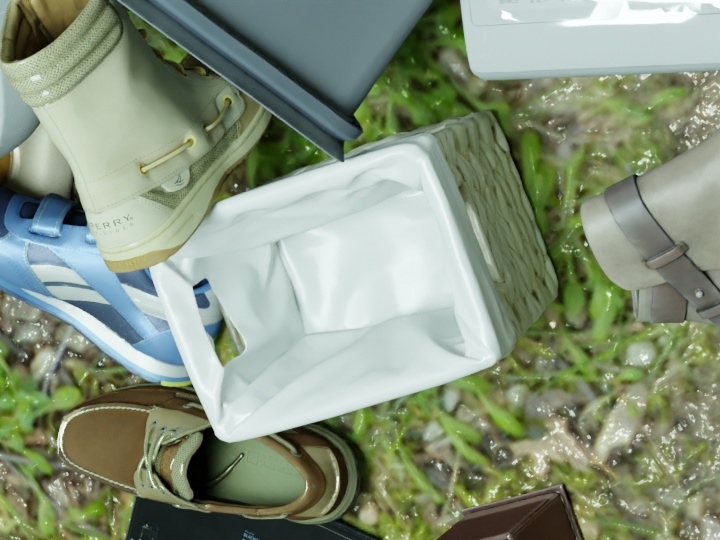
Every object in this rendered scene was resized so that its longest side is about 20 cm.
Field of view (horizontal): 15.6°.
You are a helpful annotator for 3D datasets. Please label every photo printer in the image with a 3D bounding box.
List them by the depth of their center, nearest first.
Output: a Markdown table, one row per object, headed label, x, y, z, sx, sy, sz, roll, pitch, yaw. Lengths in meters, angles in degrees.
| label | x | y | z | sx | sy | sz | roll | pitch | yaw |
| --- | --- | --- | --- | --- | --- | --- | --- | --- | --- |
| photo printer | 0.149 | -0.188 | 1.411 | 0.199 | 0.069 | 0.167 | -1 | 103 | 27 |

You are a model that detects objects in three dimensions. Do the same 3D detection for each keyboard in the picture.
| label | x | y | z | sx | sy | sz | roll | pitch | yaw |
| --- | --- | --- | --- | --- | --- | --- | --- | --- | --- |
| keyboard | -0.062 | 0.199 | 1.666 | 0.199 | 0.021 | 0.128 | 22 | 108 | 21 |

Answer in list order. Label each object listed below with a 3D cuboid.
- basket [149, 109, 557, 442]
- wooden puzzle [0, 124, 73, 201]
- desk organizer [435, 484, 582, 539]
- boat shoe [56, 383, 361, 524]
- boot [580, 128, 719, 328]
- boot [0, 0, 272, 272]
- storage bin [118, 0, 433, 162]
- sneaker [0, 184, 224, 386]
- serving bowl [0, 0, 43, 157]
| label | x | y | z | sx | sy | sz | roll | pitch | yaw |
| --- | --- | --- | --- | --- | --- | --- | --- | --- | --- |
| basket | 0.000 | 0.000 | 1.514 | 0.199 | 0.123 | 0.136 | -17 | 97 | 31 |
| wooden puzzle | -0.269 | -0.126 | 1.660 | 0.199 | 0.046 | 0.186 | 20 | 113 | 21 |
| desk organizer | 0.108 | 0.238 | 1.555 | 0.071 | 0.077 | 0.201 | -17 | 97 | 30 |
| boat shoe | -0.100 | 0.112 | 1.620 | 0.199 | 0.074 | 0.076 | 6 | 92 | 23 |
| boot | 0.188 | -0.045 | 1.396 | 0.146 | 0.070 | 0.200 | -13 | 129 | 14 |
| boot | -0.125 | -0.116 | 1.480 | 0.073 | 0.200 | 0.156 | -9 | 125 | 32 |
| storage bin | -0.050 | -0.180 | 1.416 | 0.200 | 0.146 | 0.134 | 37 | 100 | -28 |
| sneaker | -0.168 | -0.012 | 1.615 | 0.200 | 0.074 | 0.082 | 31 | 115 | -7 |
| serving bowl | -0.226 | -0.165 | 1.534 | 0.200 | 0.066 | 0.201 | 44 | 146 | 40 |
